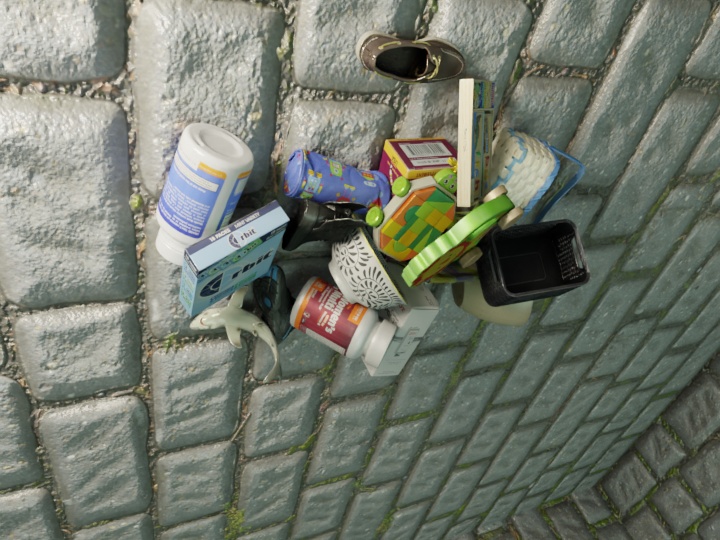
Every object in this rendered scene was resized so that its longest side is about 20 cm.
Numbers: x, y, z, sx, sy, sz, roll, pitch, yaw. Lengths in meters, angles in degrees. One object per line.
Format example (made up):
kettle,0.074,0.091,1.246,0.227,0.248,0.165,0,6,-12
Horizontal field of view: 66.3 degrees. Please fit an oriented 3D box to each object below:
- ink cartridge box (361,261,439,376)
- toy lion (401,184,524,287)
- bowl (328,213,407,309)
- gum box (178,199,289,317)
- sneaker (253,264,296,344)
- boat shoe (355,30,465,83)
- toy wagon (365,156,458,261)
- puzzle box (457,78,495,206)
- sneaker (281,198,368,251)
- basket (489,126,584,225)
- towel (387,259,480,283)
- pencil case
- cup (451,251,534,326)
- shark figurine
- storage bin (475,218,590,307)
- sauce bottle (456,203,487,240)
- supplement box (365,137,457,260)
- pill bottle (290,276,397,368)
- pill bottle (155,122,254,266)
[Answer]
ink cartridge box,0.065,0.103,1.185,0.081,0.148,0.203,4,128,-35
toy lion,0.164,-0.046,0.957,0.189,0.069,0.201,-24,163,-39
bowl,0.000,0.000,1.030,0.093,0.203,0.201,-32,139,5
gum box,-0.212,-0.015,0.910,0.168,0.045,0.200,-33,170,-30
sneaker,-0.165,0.061,1.110,0.081,0.073,0.203,-31,145,-35
boat shoe,0.089,-0.329,0.868,0.195,0.060,0.073,-1,131,-29
toy wagon,0.107,-0.105,0.956,0.153,0.040,0.200,24,117,-42
puzzle box,0.200,-0.220,0.949,0.132,0.025,0.206,-29,121,-58
sneaker,-0.067,-0.073,0.956,0.101,0.062,0.199,10,160,-20
basket,0.325,-0.178,1.084,0.197,0.141,0.177,26,118,-25
towel,0.152,-0.010,1.134,0.196,0.142,0.023,0,111,-41
pencil case,-0.039,-0.152,0.953,0.196,0.089,0.078,9,152,-34
cup,0.286,0.029,1.250,0.139,0.203,0.204,-3,135,-7
shark figurine,-0.217,0.123,1.104,0.130,0.212,0.090,-54,-178,-12
storage bin,0.342,-0.015,1.112,0.194,0.139,0.094,-8,166,-16
sauce bottle,0.210,-0.133,1.129,0.064,0.065,0.201,-34,137,5
supplement box,0.100,-0.134,1.033,0.128,0.104,0.203,-9,135,-23
pill bottle,-0.032,0.104,1.084,0.111,0.196,0.110,-61,173,-14
pill bottle,-0.248,-0.110,0.848,0.110,0.113,0.202,10,126,-36
